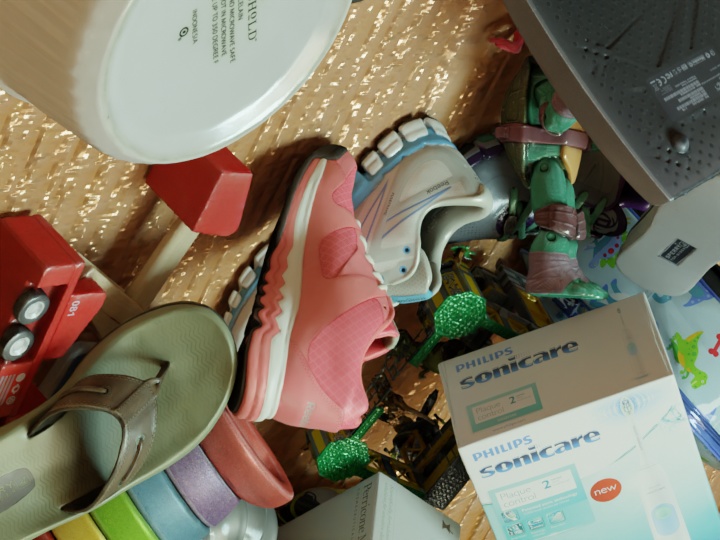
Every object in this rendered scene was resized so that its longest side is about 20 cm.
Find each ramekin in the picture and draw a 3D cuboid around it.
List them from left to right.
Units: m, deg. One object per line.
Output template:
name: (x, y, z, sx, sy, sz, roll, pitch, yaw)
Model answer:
ramekin: (-0.089, -0.142, 1.095, 0.202, 0.094, 0.203, -32, 148, -23)

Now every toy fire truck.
toy fire truck: (-0.153, 0.016, 1.256, 0.140, 0.049, 0.201, -8, 133, -49)

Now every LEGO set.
LEGO set: (0.043, 0.060, 1.549, 0.153, 0.116, 0.201, 17, 118, -29)

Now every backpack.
backpack: (0.209, 0.058, 1.636, 0.147, 0.200, 0.183, -46, 152, 0)

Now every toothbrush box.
toothbrush box: (0.151, 0.130, 1.499, 0.145, 0.086, 0.201, -18, 129, 5)

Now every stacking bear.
stacking bear: (-0.155, 0.135, 1.323, 0.199, 0.122, 0.114, -32, 177, 1)

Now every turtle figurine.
turtle figurine: (0.135, -0.083, 1.436, 0.149, 0.100, 0.202, 2, 92, -63)

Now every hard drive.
hard drive: (0.161, -0.141, 1.336, 0.134, 0.201, 0.042, -29, 171, -29)

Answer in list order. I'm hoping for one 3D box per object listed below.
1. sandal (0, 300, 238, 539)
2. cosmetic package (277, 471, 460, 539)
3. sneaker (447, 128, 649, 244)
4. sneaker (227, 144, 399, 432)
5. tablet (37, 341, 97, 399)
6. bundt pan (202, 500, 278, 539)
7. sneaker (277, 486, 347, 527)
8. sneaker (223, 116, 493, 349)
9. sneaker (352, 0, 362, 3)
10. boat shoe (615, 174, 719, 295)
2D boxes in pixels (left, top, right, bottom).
sandal: (-0.146, 0.094, 1.221, 0.200, 0.080, 0.057, -37, -167, -15)
cosmetic package: (-0.031, 0.232, 1.537, 0.085, 0.108, 0.199, 35, 130, -28)
sneaker: (0.126, -0.051, 1.504, 0.199, 0.088, 0.075, -24, 145, -35)
sneaker: (-0.017, 0.016, 1.320, 0.074, 0.086, 0.201, 114, -8, -50)
tablet: (-0.143, 0.097, 1.412, 0.199, 0.014, 0.131, 5, 124, -54)
bundt pan: (-0.135, 0.196, 1.465, 0.201, 0.076, 0.203, -30, 151, -18)
sneaker: (-0.006, 0.186, 1.660, 0.077, 0.075, 0.200, -49, 162, -11)
sneaker: (0.000, 0.000, 1.404, 0.200, 0.087, 0.075, -46, 152, 1)
sneaker: (0.052, -0.184, 1.244, 0.199, 0.076, 0.091, -30, 144, -25)
boat shoe: (0.224, -0.042, 1.435, 0.066, 0.072, 0.200, -63, -178, -22)
